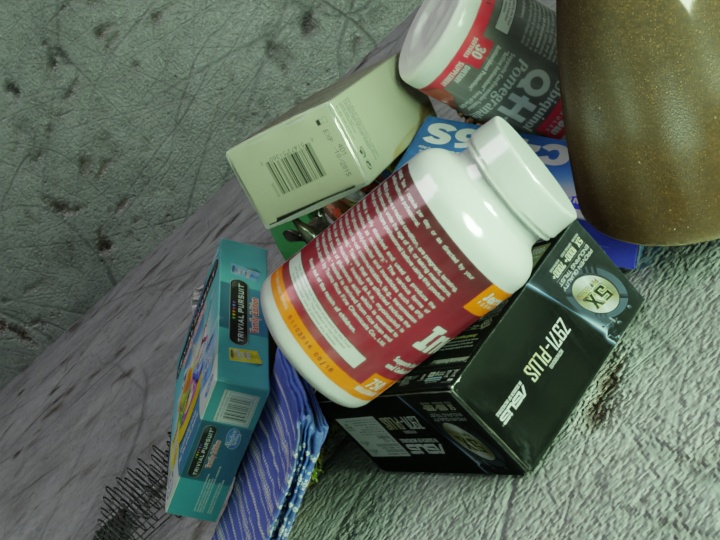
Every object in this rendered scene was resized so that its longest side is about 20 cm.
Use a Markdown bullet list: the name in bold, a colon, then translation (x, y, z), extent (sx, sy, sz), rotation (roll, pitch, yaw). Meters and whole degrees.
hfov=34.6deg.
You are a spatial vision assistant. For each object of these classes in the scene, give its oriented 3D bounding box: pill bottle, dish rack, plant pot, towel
- **pill bottle**: translation (0.039, -0.007, 0.773), extent (0.200, 0.113, 0.113), rotation (-39, 15, 16)
- **dish rack**: translation (-0.239, 0.247, 1.257), extent (0.200, 0.055, 0.153), rotation (-42, 14, 5)
- **plant pot**: translation (0.210, -0.152, 0.790), extent (0.187, 0.200, 0.187), rotation (-19, 33, 13)
- **pill bottle**: translation (0.142, -0.163, 0.967), extent (0.111, 0.200, 0.111), rotation (-53, 21, 32)
- **towel**: translation (-0.078, 0.167, 0.889), extent (0.145, 0.024, 0.200), rotation (-120, 47, -64)

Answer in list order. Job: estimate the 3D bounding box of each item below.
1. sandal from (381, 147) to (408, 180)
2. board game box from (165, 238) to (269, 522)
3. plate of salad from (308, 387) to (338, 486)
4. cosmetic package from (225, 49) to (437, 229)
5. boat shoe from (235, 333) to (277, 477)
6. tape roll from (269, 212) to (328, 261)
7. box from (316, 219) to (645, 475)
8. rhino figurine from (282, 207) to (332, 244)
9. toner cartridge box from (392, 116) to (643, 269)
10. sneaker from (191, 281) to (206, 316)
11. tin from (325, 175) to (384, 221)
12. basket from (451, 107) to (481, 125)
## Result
- **sandal**: translation (0.101, -0.056, 1.008), extent (0.200, 0.087, 0.079), rotation (29, 53, 28)
- **board game box**: translation (-0.124, 0.090, 1.005), extent (0.200, 0.047, 0.151), rotation (-99, 27, -55)
- **plate of salad**: translation (-0.039, 0.133, 0.991), extent (0.200, 0.048, 0.200), rotation (23, -90, -87)
- **cosmetic package**: translation (-0.017, -0.112, 0.953), extent (0.105, 0.071, 0.200), rotation (-22, 12, 27)
- **boat shoe**: translation (-0.080, 0.097, 1.060), extent (0.075, 0.075, 0.202), rotation (-32, -45, -81)
- **tape roll**: translation (-0.011, -0.039, 1.163), extent (0.048, 0.200, 0.200), rotation (-35, 17, 27)
- **box**: translation (0.083, 0.062, 0.859), extent (0.164, 0.086, 0.200), rotation (-51, 17, -26)
- **rhino figurine**: translation (0.000, 0.000, 0.998), extent (0.060, 0.200, 0.087), rotation (-42, 45, 12)
- **toner cartridge box**: translation (0.132, -0.065, 0.922), extent (0.200, 0.043, 0.095), rotation (13, 45, 17)
- **sneaker**: translation (-0.108, 0.102, 1.167), extent (0.075, 0.200, 0.082), rotation (-21, -26, 8)
- **tin**: translation (0.047, -0.082, 1.096), extent (0.200, 0.112, 0.042), rotation (-23, -39, -41)
- **basket**: translation (0.163, -0.197, 1.170), extent (0.143, 0.149, 0.200), rotation (-40, -2, 12)
